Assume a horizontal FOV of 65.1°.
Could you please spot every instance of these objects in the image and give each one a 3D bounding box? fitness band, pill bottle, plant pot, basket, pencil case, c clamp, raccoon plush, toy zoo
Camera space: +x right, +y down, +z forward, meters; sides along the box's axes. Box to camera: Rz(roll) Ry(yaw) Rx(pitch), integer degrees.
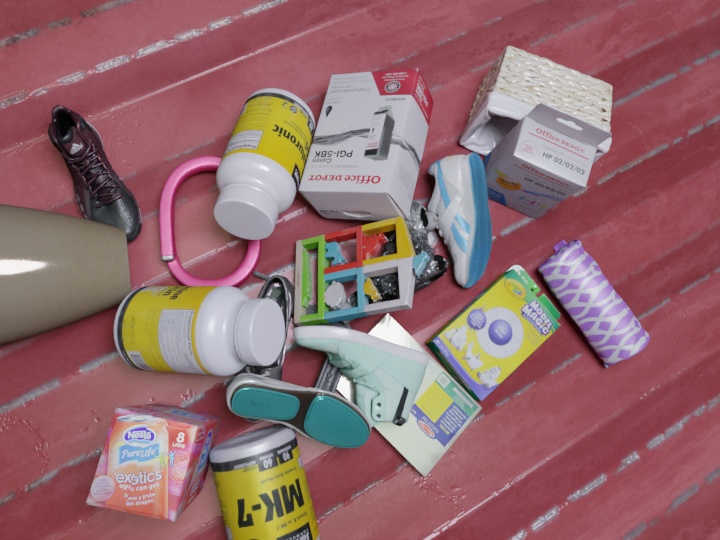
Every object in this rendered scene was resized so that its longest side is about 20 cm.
[{"bbox_3d":[-0.217,-0.068,0.822,0.142,0.037,0.202,-3,80,-10],"label":"fitness band"},{"bbox_3d":[-0.135,-0.146,0.784,0.110,0.112,0.201,15,58,-6],"label":"pill bottle"},{"bbox_3d":[-0.402,0.000,0.719,0.198,0.187,0.189,-5,80,-22],"label":"plant pot"},{"bbox_3d":[-0.202,0.076,0.719,0.198,0.112,0.113,-1,77,22],"label":"pill bottle"},{"bbox_3d":[0.276,-0.243,0.886,0.198,0.136,0.124,18,75,-6],"label":"basket"},{"bbox_3d":[-0.117,0.312,0.724,0.113,0.114,0.202,-14,85,-11],"label":"pill bottle"},{"bbox_3d":[0.360,0.048,0.872,0.201,0.084,0.085,56,41,2],"label":"pencil case"},{"bbox_3d":[-0.101,0.117,0.808,0.169,0.027,0.202,15,74,4],"label":"c clamp"},{"bbox_3d":[0.035,-0.027,0.819,0.199,0.097,0.135,-23,77,-24],"label":"raccoon plush"},{"bbox_3d":[0.000,0.000,0.783,0.198,0.020,0.132,-12,64,21],"label":"toy zoo"}]

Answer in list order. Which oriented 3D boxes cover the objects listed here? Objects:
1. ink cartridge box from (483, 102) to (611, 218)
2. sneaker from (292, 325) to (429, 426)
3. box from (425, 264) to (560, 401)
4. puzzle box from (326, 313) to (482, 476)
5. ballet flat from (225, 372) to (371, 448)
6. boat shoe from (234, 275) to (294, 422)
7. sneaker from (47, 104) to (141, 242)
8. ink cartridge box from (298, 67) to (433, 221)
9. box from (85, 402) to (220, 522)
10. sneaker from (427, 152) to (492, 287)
[{"bbox_3d":[0.260,-0.154,0.831,0.114,0.200,0.068,22,76,-4],"label":"ink cartridge box"},{"bbox_3d":[-0.007,0.146,0.758,0.199,0.074,0.119,19,77,-17],"label":"sneaker"},{"bbox_3d":[0.210,0.089,0.856,0.200,0.048,0.118,-40,88,-16],"label":"box"},{"bbox_3d":[0.064,0.180,0.825,0.200,0.025,0.133,45,76,1],"label":"puzzle box"},{"bbox_3d":[-0.078,0.173,0.729,0.199,0.069,0.070,22,76,-21],"label":"ballet flat"},{"bbox_3d":[-0.133,0.101,0.768,0.066,0.057,0.202,10,73,2],"label":"boat shoe"},{"bbox_3d":[-0.373,-0.134,0.769,0.075,0.116,0.201,-30,85,-13],"label":"sneaker"},{"bbox_3d":[0.011,-0.182,0.819,0.146,0.083,0.202,4,70,26],"label":"ink cartridge box"},{"bbox_3d":[-0.236,0.220,0.679,0.094,0.200,0.104,13,76,-4],"label":"box"},{"bbox_3d":[0.151,-0.074,0.867,0.076,0.080,0.202,-11,99,-54],"label":"sneaker"}]
